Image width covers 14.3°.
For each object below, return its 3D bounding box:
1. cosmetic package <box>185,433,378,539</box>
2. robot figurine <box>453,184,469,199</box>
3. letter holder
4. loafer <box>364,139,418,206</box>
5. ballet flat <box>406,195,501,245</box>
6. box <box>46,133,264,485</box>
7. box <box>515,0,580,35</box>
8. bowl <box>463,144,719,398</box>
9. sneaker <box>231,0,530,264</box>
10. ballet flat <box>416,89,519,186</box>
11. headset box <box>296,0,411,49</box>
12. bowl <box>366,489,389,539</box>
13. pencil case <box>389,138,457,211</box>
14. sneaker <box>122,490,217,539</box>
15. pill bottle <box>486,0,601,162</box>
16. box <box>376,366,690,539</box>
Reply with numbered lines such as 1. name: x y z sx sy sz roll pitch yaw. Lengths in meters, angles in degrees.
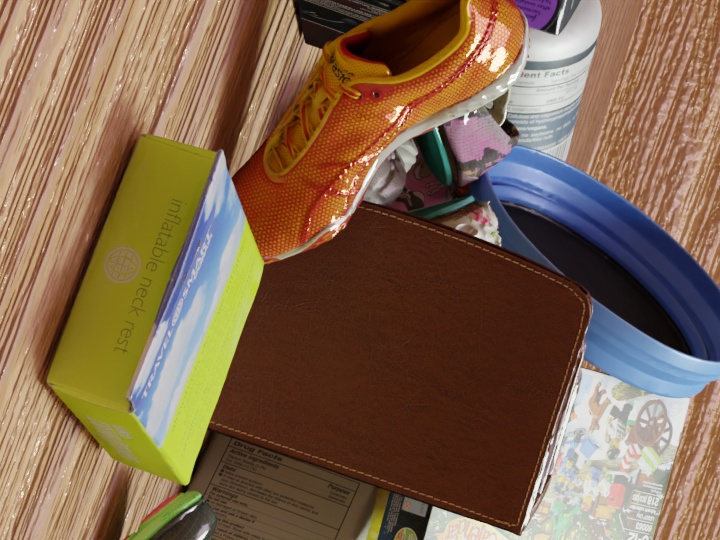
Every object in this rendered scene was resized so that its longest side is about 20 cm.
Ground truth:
1. cosmetic package: -0.071 0.192 1.620 0.073 0.103 0.200 101 12 -48
2. robot figurine: 0.076 -0.006 1.880 0.058 0.200 0.145 -20 131 -25
3. letter holder: 0.018 0.033 1.517 0.101 0.200 0.142 -37 144 -76
4. loafer: -0.011 -0.065 1.636 0.070 0.070 0.200 -34 -173 11
5. ballet flat: 0.017 -0.002 1.629 0.076 0.064 0.200 -25 -171 -24
6. box: -0.090 0.019 1.299 0.200 0.048 0.122 75 33 -75
7. box: 0.096 -0.237 1.723 0.200 0.122 0.106 -58 164 -60
8. bowl: 0.146 0.002 1.751 0.039 0.201 0.201 -53 179 21
9. sneaker: -0.010 -0.080 1.420 0.200 0.073 0.077 -42 136 12
10. ballet flat: 0.046 -0.126 1.648 0.071 0.069 0.200 -35 140 -5
11. headset box: 0.023 -0.205 1.468 0.200 0.077 0.149 85 25 -74
12. bowl: 0.065 0.091 1.757 0.200 0.108 0.200 -159 -90 -89
13. pencil case: 0.000 0.000 1.758 0.087 0.083 0.200 34 72 -52
14. sneaker: -0.107 0.209 1.474 0.077 0.084 0.200 -19 126 -81
15. pill bottle: 0.099 -0.153 1.945 0.120 0.120 0.200 -62 167 -51
16. box: 0.104 0.120 1.684 0.200 0.038 0.137 16 88 -44
